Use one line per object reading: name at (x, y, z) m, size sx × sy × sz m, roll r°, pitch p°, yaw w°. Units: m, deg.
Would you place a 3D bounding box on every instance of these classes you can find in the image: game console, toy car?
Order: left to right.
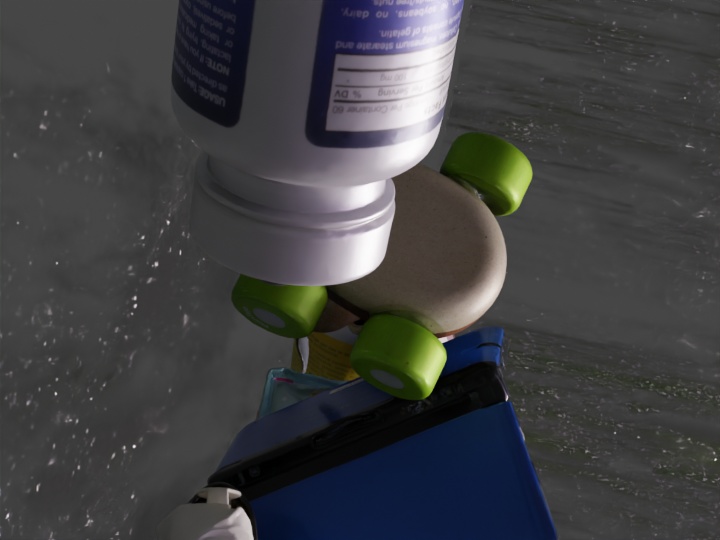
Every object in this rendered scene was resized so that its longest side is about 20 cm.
toy car at (0.000, 0.000, 1.170) m, size 0.165 × 0.157 × 0.200 m, roll -63°, pitch -178°, yaw -21°
game console at (0.018, 0.138, 1.150) m, size 0.171 × 0.199 × 0.119 m, roll -60°, pitch 127°, yaw -76°

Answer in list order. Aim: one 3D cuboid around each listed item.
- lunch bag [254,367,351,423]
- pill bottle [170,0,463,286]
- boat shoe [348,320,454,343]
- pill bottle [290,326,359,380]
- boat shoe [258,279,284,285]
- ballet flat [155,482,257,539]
lunch bag at (-0.038, 0.199, 1.284) m, size 0.171 × 0.121 × 0.201 m, roll 98°, pitch 1°, yaw -47°
pill bottle at (-0.019, -0.102, 0.770) m, size 0.120 × 0.119 × 0.201 m, roll -69°, pitch 170°, yaw -63°
boat shoe at (0.023, 0.037, 1.317) m, size 0.075 × 0.074 × 0.204 m, roll -148°, pitch -126°, yaw -61°
pill bottle at (0.003, 0.056, 1.438) m, size 0.115 × 0.114 × 0.201 m, roll -72°, pitch 172°, yaw -52°
boat shoe at (-0.027, -0.090, 0.983) m, size 0.068 × 0.071 × 0.201 m, roll -74°, pitch 177°, yaw -81°
ballet flat at (-0.085, 0.157, 0.997) m, size 0.200 × 0.068 × 0.069 m, roll -133°, pitch -136°, yaw -84°
